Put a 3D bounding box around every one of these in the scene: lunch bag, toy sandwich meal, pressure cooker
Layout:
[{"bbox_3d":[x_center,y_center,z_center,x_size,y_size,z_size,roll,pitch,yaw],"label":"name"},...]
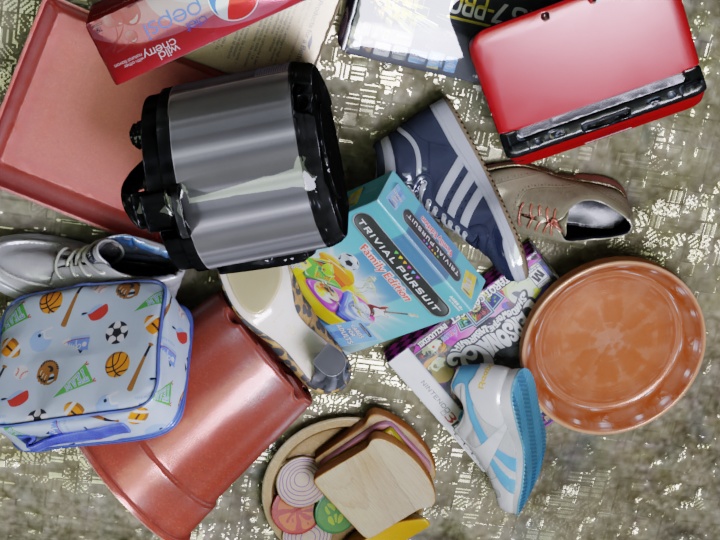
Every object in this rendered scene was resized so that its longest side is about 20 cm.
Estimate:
[{"bbox_3d":[-0.261,0.095,1.439,0.198,0.161,0.076,-10,148,17],"label":"lunch bag"},{"bbox_3d":[-0.009,0.248,1.648,0.203,0.070,0.207,-2,113,-5],"label":"toy sandwich meal"},{"bbox_3d":[-0.119,-0.092,1.377,0.198,0.180,0.176,-10,158,5],"label":"pressure cooker"}]

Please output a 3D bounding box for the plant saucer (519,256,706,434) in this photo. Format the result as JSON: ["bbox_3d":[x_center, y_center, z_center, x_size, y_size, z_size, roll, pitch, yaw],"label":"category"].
[{"bbox_3d":[0.263,0.078,1.590,0.198,0.032,0.202,-3,114,-8],"label":"plant saucer"}]

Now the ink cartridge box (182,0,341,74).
[{"bbox_3d":[-0.095,-0.285,1.410,0.164,0.075,0.201,18,110,-14],"label":"ink cartridge box"}]

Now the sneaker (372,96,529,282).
[{"bbox_3d":[0.083,-0.061,1.487,0.108,0.070,0.201,-26,75,2],"label":"sneaker"}]

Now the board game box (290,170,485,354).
[{"bbox_3d":[0.000,0.000,1.501,0.199,0.047,0.151,-22,119,42],"label":"board game box"}]

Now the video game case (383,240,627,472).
[{"bbox_3d":[0.156,0.095,1.620,0.199,0.036,0.182,-37,113,9],"label":"video game case"}]

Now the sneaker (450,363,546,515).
[{"bbox_3d":[0.146,0.175,1.600,0.080,0.077,0.201,9,131,25],"label":"sneaker"}]

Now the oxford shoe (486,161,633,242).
[{"bbox_3d":[0.181,-0.066,1.533,0.198,0.075,0.071,-1,114,-5],"label":"oxford shoe"}]

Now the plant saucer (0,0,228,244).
[{"bbox_3d":[-0.247,-0.144,1.475,0.199,0.037,0.201,22,109,-14],"label":"plant saucer"}]

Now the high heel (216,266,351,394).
[{"bbox_3d":[-0.085,0.042,1.522,0.071,0.143,0.200,-40,82,-8],"label":"high heel"}]

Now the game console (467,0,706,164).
[{"bbox_3d":[0.219,-0.191,1.453,0.198,0.172,0.120,-18,87,10],"label":"game console"}]

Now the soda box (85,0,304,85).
[{"bbox_3d":[-0.141,-0.240,1.346,0.199,0.070,0.064,-24,115,5],"label":"soda box"}]

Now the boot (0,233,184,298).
[{"bbox_3d":[-0.271,-0.011,1.489,0.198,0.074,0.096,8,156,-16],"label":"boot"}]

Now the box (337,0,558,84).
[{"bbox_3d":[0.092,-0.270,1.452,0.198,0.049,0.162,12,114,-12],"label":"box"}]

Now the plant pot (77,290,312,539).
[{"bbox_3d":[-0.166,0.137,1.528,0.195,0.201,0.201,-40,112,2],"label":"plant pot"}]
